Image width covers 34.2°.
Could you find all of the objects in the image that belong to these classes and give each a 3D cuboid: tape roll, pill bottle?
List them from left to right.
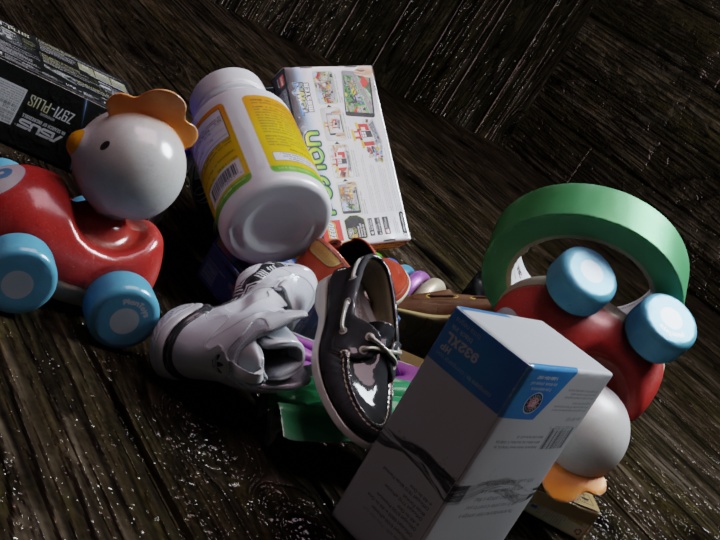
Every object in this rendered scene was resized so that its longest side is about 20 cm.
[{"bbox_3d":[-0.109,-0.111,1.170,0.111,0.111,0.200,20,33,-39],"label":"pill bottle"},{"bbox_3d":[0.222,0.005,1.165,0.200,0.200,0.048,30,49,-8],"label":"tape roll"}]

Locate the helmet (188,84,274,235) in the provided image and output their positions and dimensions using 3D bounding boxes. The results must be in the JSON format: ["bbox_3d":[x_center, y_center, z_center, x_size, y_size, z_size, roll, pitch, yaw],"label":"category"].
[{"bbox_3d":[-0.105,-0.115,1.353,0.200,0.191,0.200,-15,90,-85],"label":"helmet"}]

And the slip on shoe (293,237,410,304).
[{"bbox_3d":[0.000,0.000,1.184,0.074,0.061,0.200,40,17,25],"label":"slip on shoe"}]

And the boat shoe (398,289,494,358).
[{"bbox_3d":[0.083,0.058,1.291,0.200,0.072,0.068,1,31,21],"label":"boat shoe"}]

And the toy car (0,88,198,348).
[{"bbox_3d":[-0.223,-0.075,0.983,0.177,0.200,0.184,23,17,-31],"label":"toy car"}]

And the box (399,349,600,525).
[{"bbox_3d":[0.127,0.159,1.140,0.200,0.021,0.164,24,22,-21],"label":"box"}]

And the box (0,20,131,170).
[{"bbox_3d":[-0.362,-0.197,1.324,0.200,0.086,0.164,24,17,-28],"label":"box"}]

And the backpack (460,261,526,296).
[{"bbox_3d":[0.182,0.109,1.350,0.200,0.167,0.127,38,31,10],"label":"backpack"}]

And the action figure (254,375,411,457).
[{"bbox_3d":[0.012,0.127,1.009,0.200,0.055,0.118,6,26,-20],"label":"action figure"}]

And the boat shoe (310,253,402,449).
[{"bbox_3d":[0.004,0.061,0.975,0.074,0.060,0.200,42,25,-26],"label":"boat shoe"}]

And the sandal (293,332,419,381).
[{"bbox_3d":[-0.024,0.081,1.082,0.202,0.050,0.082,13,30,1],"label":"sandal"}]

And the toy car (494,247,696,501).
[{"bbox_3d":[0.192,0.119,1.099,0.177,0.184,0.200,30,48,-7],"label":"toy car"}]

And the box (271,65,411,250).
[{"bbox_3d":[-0.021,-0.119,1.244,0.110,0.035,0.200,-6,78,-29],"label":"box"}]

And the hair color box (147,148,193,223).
[{"bbox_3d":[-0.225,-0.087,1.201,0.065,0.109,0.200,29,14,-8],"label":"hair color box"}]

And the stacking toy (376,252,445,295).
[{"bbox_3d":[0.004,0.001,1.451,0.200,0.085,0.085,33,14,19],"label":"stacking toy"}]

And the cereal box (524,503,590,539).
[{"bbox_3d":[0.142,0.183,1.202,0.200,0.040,0.144,30,18,-9],"label":"cereal box"}]

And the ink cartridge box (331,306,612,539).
[{"bbox_3d":[0.089,0.138,0.929,0.084,0.200,0.145,39,16,33],"label":"ink cartridge box"}]

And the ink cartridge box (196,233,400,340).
[{"bbox_3d":[-0.076,0.023,1.218,0.200,0.076,0.136,15,22,-44],"label":"ink cartridge box"}]

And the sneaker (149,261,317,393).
[{"bbox_3d":[-0.074,0.051,0.999,0.115,0.075,0.200,12,23,33],"label":"sneaker"}]
